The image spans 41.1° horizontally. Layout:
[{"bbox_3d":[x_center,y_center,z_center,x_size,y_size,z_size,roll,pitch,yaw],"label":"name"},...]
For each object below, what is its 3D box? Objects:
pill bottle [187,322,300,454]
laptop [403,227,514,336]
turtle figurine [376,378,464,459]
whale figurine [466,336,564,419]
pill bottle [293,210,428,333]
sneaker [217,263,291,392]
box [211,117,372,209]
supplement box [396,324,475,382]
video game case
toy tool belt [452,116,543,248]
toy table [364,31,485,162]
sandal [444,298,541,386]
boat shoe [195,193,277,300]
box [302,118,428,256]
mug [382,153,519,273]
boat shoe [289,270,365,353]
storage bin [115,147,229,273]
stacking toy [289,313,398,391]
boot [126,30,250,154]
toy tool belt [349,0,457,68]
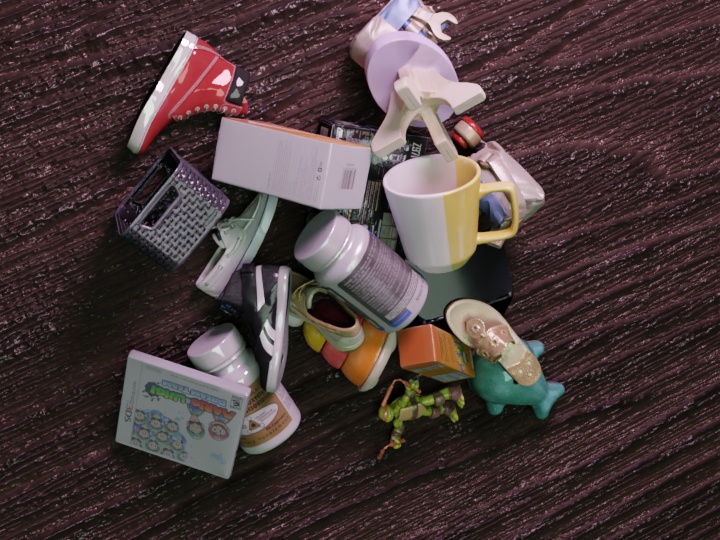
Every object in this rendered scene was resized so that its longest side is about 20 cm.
[{"bbox_3d":[-0.192,0.190,1.568,0.114,0.114,0.200,-33,110,-7],"label":"pill bottle"},{"bbox_3d":[0.161,0.037,1.646,0.177,0.200,0.103,-17,67,-12],"label":"laptop"},{"bbox_3d":[0.094,0.249,1.699,0.161,0.064,0.200,-5,128,-19],"label":"turtle figurine"},{"bbox_3d":[0.285,0.198,1.719,0.200,0.104,0.159,36,91,-19],"label":"whale figurine"},{"bbox_3d":[0.000,0.000,1.488,0.200,0.114,0.114,39,91,-27],"label":"pill bottle"},{"bbox_3d":[-0.170,0.086,1.508,0.112,0.073,0.200,6,95,5],"label":"sneaker"},{"bbox_3d":[-0.103,-0.161,1.445,0.124,0.200,0.098,-8,112,-61],"label":"box"},{"bbox_3d":[0.129,0.141,1.612,0.069,0.200,0.067,-13,72,20],"label":"supplement box"},{"bbox_3d":[-0.285,0.231,1.531,0.200,0.024,0.182,18,120,3],"label":"video game case"},{"bbox_3d":[0.195,-0.142,1.563,0.123,0.125,0.200,-43,76,2],"label":"toy tool belt"},{"bbox_3d":[0.091,-0.254,1.442,0.184,0.117,0.200,-35,138,25],"label":"toy table"},{"bbox_3d":[0.235,0.124,1.594,0.212,0.070,0.078,41,89,-21],"label":"sandal"},{"bbox_3d":[-0.207,-0.053,1.529,0.086,0.075,0.202,25,105,-18],"label":"boat shoe"},{"bbox_3d":[0.006,-0.134,1.559,0.163,0.086,0.200,4,103,-18],"label":"box"},{"bbox_3d":[0.132,-0.077,1.483,0.149,0.186,0.153,-35,128,-38],"label":"mug"},{"bbox_3d":[-0.072,0.049,1.538,0.074,0.200,0.066,-45,156,-26],"label":"boat shoe"},{"bbox_3d":[-0.281,-0.092,1.421,0.094,0.200,0.135,40,90,-22],"label":"storage bin"},{"bbox_3d":[-0.045,0.100,1.597,0.200,0.146,0.146,25,96,-6],"label":"stacking toy"},{"bbox_3d":[-0.255,-0.240,1.464,0.144,0.072,0.200,32,90,-23],"label":"boot"},{"bbox_3d":[0.085,-0.370,1.497,0.200,0.125,0.123,-45,98,7],"label":"toy tool belt"}]
